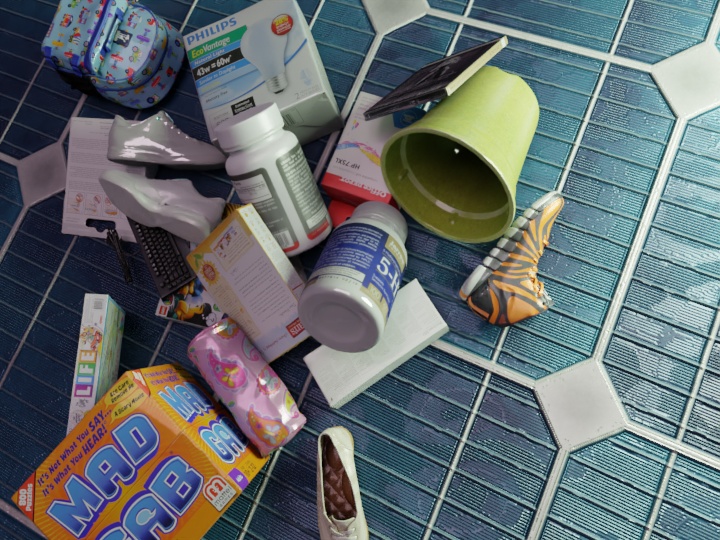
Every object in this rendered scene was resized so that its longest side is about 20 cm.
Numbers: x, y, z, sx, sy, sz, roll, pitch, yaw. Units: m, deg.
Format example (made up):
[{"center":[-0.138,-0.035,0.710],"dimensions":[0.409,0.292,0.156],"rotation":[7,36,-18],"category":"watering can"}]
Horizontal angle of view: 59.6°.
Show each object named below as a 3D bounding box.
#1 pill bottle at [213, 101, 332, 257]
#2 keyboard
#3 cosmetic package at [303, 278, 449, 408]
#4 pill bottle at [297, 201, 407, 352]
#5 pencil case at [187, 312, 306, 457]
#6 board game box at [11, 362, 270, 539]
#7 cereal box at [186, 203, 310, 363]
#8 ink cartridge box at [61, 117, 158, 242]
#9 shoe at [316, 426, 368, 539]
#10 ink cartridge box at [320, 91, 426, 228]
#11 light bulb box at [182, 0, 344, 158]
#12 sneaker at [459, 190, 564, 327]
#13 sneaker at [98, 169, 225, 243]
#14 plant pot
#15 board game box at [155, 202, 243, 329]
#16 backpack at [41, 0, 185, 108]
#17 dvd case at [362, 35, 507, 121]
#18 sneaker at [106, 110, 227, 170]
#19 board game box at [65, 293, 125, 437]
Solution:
[{"center":[-0.126,-0.130,0.913],"dimensions":[0.112,0.114,0.203],"rotation":[-20,114,6],"category":"pill bottle"},{"center":[-0.345,-0.041,1.008],"dimensions":[0.126,0.021,0.202],"rotation":[-33,68,5],"category":"keyboard"},{"center":[0.023,0.107,0.901],"dimensions":[0.198,0.051,0.083],"rotation":[-34,68,2],"category":"cosmetic package"},{"center":[0.000,0.000,0.865],"dimensions":[0.117,0.121,0.202],"rotation":[9,45,15],"category":"pill bottle"},{"center":[-0.164,0.162,0.893],"dimensions":[0.087,0.087,0.201],"rotation":[-40,85,0],"category":"pencil case"},{"center":[-0.269,0.268,0.825],"dimensions":[0.200,0.200,0.200],"rotation":[43,87,5],"category":"board game box"},{"center":[-0.151,0.026,0.903],"dimensions":[0.143,0.039,0.202],"rotation":[-33,91,35],"category":"cereal box"},{"center":[-0.431,-0.158,1.088],"dimensions":[0.158,0.050,0.204],"rotation":[7,95,14],"category":"ink cartridge box"},{"center":[-0.032,0.317,0.856],"dimensions":[0.069,0.053,0.204],"rotation":[-11,73,10],"category":"shoe"},{"center":[0.019,-0.157,0.963],"dimensions":[0.114,0.067,0.203],"rotation":[19,81,17],"category":"ink cartridge box"},{"center":[-0.154,-0.302,1.011],"dimensions":[0.195,0.125,0.203],"rotation":[-22,73,6],"category":"light bulb box"},{"center":[0.239,-0.005,0.877],"dimensions":[0.112,0.077,0.201],"rotation":[41,98,15],"category":"sneaker"},{"center":[-0.306,-0.116,0.983],"dimensions":[0.197,0.076,0.089],"rotation":[24,58,5],"category":"sneaker"},{"center":[0.157,-0.175,0.876],"dimensions":[0.198,0.202,0.185],"rotation":[26,62,18],"category":"plant pot"},{"center":[-0.237,-0.010,0.999],"dimensions":[0.124,0.035,0.204],"rotation":[11,78,16],"category":"board game box"},{"center":[-0.416,-0.385,1.089],"dimensions":[0.197,0.135,0.185],"rotation":[21,82,14],"category":"backpack"},{"center":[0.110,-0.277,0.908],"dimensions":[0.147,0.016,0.200],"rotation":[-6,31,43],"category":"dvd case"},{"center":[-0.308,-0.212,1.020],"dimensions":[0.196,0.075,0.090],"rotation":[5,88,-9],"category":"sneaker"},{"center":[-0.392,0.149,0.940],"dimensions":[0.034,0.135,0.204],"rotation":[4,75,-9],"category":"board game box"}]
